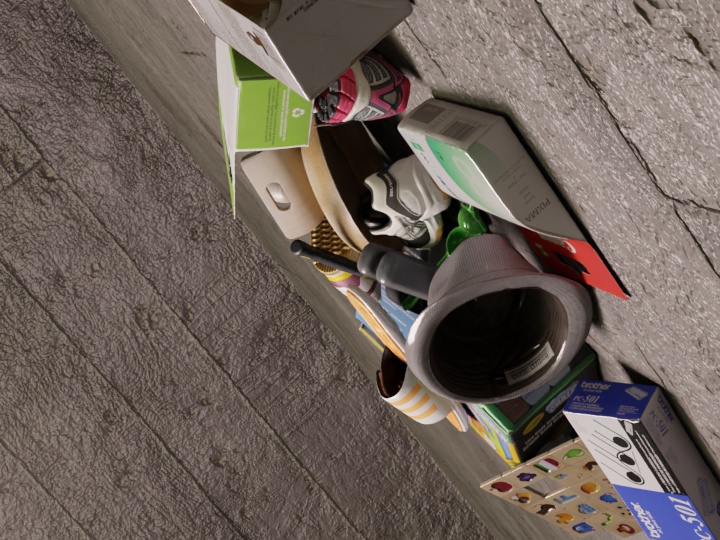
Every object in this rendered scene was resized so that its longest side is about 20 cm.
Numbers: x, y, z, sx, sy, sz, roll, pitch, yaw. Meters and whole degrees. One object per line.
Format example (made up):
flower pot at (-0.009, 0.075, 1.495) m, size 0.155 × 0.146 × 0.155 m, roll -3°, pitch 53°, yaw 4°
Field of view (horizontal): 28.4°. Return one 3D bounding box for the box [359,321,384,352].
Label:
box at (0.117, 0.108, 1.729) m, size 0.159 × 0.050 × 0.200 m, roll 2°, pitch -150°, yaw -42°

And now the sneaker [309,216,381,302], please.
sneaker at (-0.011, -0.048, 1.598) m, size 0.090 × 0.074 × 0.201 m, roll 48°, pitch -149°, yaw -38°

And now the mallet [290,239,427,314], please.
mallet at (0.000, 0.000, 1.472) m, size 0.199 × 0.042 × 0.066 m, roll 21°, pitch -178°, yaw -35°

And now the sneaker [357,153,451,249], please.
sneaker at (0.037, -0.067, 1.432) m, size 0.200 × 0.087 × 0.076 m, roll 89°, pitch 163°, yaw -73°

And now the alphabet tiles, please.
alphabet tiles at (0.254, 0.233, 1.506) m, size 0.199 × 0.167 × 0.008 m, roll 29°, pitch -135°, yaw -32°

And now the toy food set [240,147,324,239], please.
toy food set at (-0.082, -0.155, 1.512) m, size 0.144 × 0.060 × 0.202 m, roll 59°, pitch -151°, yaw -52°

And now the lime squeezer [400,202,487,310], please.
lime squeezer at (0.094, -0.038, 1.413) m, size 0.038 × 0.070 × 0.201 m, roll 65°, pitch 151°, yaw 30°

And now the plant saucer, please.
plant saucer at (-0.014, -0.095, 1.488) m, size 0.201 × 0.035 × 0.201 m, roll 55°, pitch -158°, yaw -34°

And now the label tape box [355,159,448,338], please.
label tape box at (0.061, -0.014, 1.609) m, size 0.144 × 0.063 × 0.202 m, roll 39°, pitch 127°, yaw 54°

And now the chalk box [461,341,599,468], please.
chalk box at (0.166, 0.109, 1.482) m, size 0.124 × 0.125 × 0.200 m, roll 44°, pitch 170°, yaw 30°

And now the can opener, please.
can opener at (0.081, -0.002, 1.389) m, size 0.053 × 0.067 × 0.199 m, roll 27°, pitch -175°, yaw 41°

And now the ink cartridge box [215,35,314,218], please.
ink cartridge box at (-0.093, -0.170, 1.347) m, size 0.201 × 0.075 × 0.149 m, roll 98°, pitch 163°, yaw -54°

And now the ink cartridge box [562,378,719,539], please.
ink cartridge box at (0.283, 0.189, 1.377) m, size 0.093 × 0.044 × 0.201 m, roll 2°, pitch 137°, yaw 47°

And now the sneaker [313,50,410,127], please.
sneaker at (-0.012, -0.175, 1.321) m, size 0.200 × 0.074 × 0.081 m, roll -122°, pitch 36°, yaw -65°

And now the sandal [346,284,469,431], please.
sandal at (0.035, 0.103, 1.500) m, size 0.207 × 0.059 × 0.079 m, roll 50°, pitch 173°, yaw -20°

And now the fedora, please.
fedora at (0.120, 0.035, 1.316) m, size 0.201 × 0.175 × 0.091 m, roll 75°, pitch -179°, yaw -51°

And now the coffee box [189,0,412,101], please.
coffee box at (-0.061, -0.231, 1.161) m, size 0.080 × 0.114 × 0.200 m, roll 55°, pitch 172°, yaw -37°

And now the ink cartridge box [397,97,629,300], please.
ink cartridge box at (0.126, -0.051, 1.214) m, size 0.201 × 0.050 × 0.161 m, roll 55°, pitch 172°, yaw -21°
